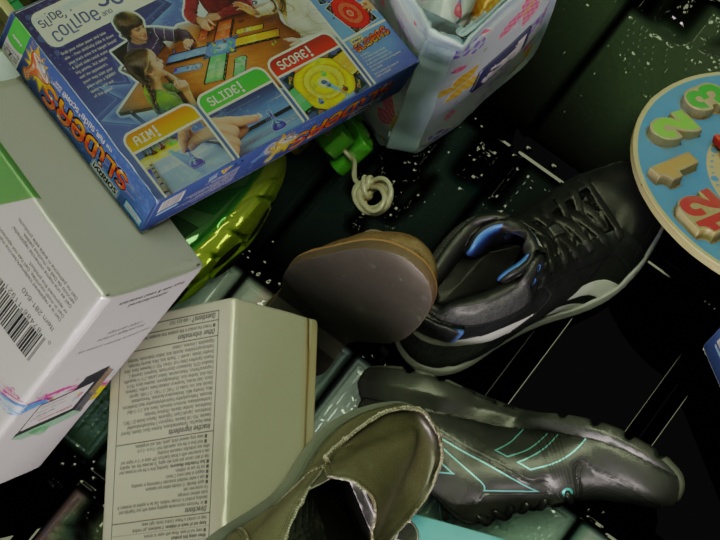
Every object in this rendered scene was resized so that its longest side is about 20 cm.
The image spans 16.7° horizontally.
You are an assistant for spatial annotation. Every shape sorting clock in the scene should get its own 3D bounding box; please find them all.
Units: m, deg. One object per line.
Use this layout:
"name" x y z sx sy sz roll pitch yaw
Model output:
"shape sorting clock" 0.259 -0.053 1.479 0.199 0.039 0.201 7 47 -7

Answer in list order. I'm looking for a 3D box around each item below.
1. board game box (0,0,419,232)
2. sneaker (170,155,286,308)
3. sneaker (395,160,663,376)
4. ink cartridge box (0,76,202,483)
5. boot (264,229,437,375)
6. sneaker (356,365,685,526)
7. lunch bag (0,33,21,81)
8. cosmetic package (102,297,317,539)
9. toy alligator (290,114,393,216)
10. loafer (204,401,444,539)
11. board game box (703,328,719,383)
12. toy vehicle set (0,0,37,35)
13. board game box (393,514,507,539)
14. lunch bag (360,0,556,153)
"board game box" -0.081 -0.121 1.359 0.200 0.034 0.136 -30 76 -34
"sneaker" -0.124 -0.020 1.453 0.200 0.074 0.084 -41 81 -17
"sneaker" 0.112 -0.013 1.448 0.200 0.112 0.073 -34 76 -16
"ink cartridge box" -0.201 0.011 1.367 0.084 0.200 0.145 -19 67 -50
"boot" 0.000 0.000 1.391 0.074 0.200 0.076 41 67 -9
"sneaker" 0.088 0.116 1.429 0.199 0.075 0.080 14 79 10
"lunch bag" -0.184 -0.167 1.479 0.199 0.124 0.170 -31 76 -5
"cosmetic package" -0.085 0.124 1.368 0.073 0.103 0.201 15 71 -45
"toy alligator" -0.017 -0.090 1.481 0.059 0.054 0.200 -41 50 11
"loafer" -0.008 0.134 1.319 0.200 0.069 0.075 -41 111 -44
"board game box" 0.300 0.112 1.433 0.135 0.034 0.201 -12 68 -23
"toy vehicle set" -0.152 -0.166 1.407 0.124 0.027 0.200 -35 79 -25
"board game box" 0.069 0.228 1.369 0.199 0.047 0.152 14 68 13
"lunch bag" 0.059 -0.184 1.479 0.126 0.170 0.201 13 66 -2
